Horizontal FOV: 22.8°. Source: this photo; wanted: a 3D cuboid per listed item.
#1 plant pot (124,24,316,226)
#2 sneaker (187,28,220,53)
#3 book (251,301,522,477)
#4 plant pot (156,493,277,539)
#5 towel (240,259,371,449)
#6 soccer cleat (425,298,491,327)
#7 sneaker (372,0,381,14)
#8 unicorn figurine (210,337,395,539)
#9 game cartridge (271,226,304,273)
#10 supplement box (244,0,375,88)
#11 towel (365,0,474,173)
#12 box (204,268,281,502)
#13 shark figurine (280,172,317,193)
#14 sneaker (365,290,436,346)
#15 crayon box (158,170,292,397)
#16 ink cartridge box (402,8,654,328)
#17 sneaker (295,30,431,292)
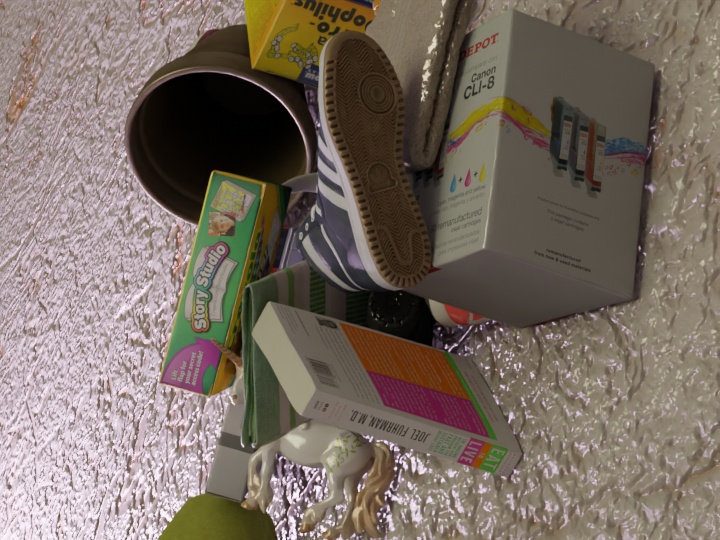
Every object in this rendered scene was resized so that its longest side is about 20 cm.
[{"bbox_3d":[-0.135,-0.171,1.893,0.200,0.200,0.174,-51,16,35],"label":"plant pot"},{"bbox_3d":[-0.163,-0.184,2.065,0.090,0.075,0.200,-1,80,52],"label":"sneaker"},{"bbox_3d":[0.023,0.096,1.430,0.048,0.200,0.134,-60,30,17],"label":"book"},{"bbox_3d":[-0.141,0.314,1.656,0.187,0.187,0.200,-44,25,41],"label":"plant pot"},{"bbox_3d":[-0.035,0.054,1.536,0.023,0.200,0.153,16,115,33],"label":"towel"},{"bbox_3d":[0.109,-0.048,1.517,0.073,0.068,0.200,-3,66,35],"label":"soccer cleat"},{"bbox_3d":[0.051,-0.286,1.742,0.077,0.078,0.200,-36,40,18],"label":"sneaker"},{"bbox_3d":[-0.058,0.157,1.602,0.074,0.200,0.138,9,-80,-86],"label":"unicorn figurine"},{"bbox_3d":[-0.105,0.016,1.881,0.200,0.038,0.130,4,82,61],"label":"game cartridge"},{"bbox_3d":[-0.049,-0.288,1.839,0.200,0.109,0.110,-100,32,-50],"label":"supplement box"},{"bbox_3d":[0.040,-0.170,1.426,0.133,0.034,0.200,-8,67,64],"label":"towel"},{"bbox_3d":[-0.096,0.106,1.711,0.156,0.041,0.200,-58,-18,-82],"label":"box"},{"bbox_3d":[-0.002,-0.111,1.714,0.214,0.089,0.128,9,82,60],"label":"shark figurine"},{"bbox_3d":[0.041,0.032,1.567,0.104,0.060,0.200,90,-159,-47],"label":"sneaker"},{"bbox_3d":[-0.124,0.010,1.679,0.173,0.058,0.200,-23,-53,-85],"label":"crayon box"},{"bbox_3d":[0.126,-0.077,1.402,0.145,0.145,0.200,-22,55,57],"label":"ink cartridge box"},{"bbox_3d":[-0.011,-0.077,1.375,0.108,0.070,0.200,-18,84,61],"label":"sneaker"}]
